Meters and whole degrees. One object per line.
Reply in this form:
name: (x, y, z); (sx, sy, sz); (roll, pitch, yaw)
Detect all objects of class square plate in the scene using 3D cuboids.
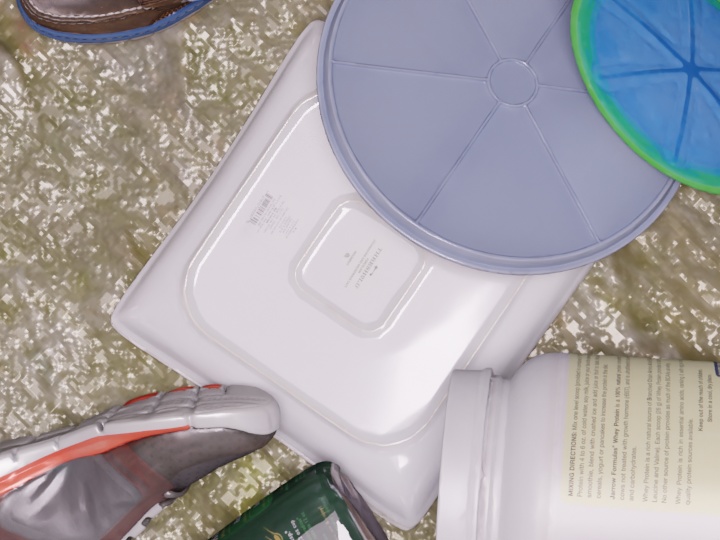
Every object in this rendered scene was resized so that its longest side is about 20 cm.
square plate: (0.000, 0.000, 1.090); (0.198, 0.028, 0.200); (34, 89, 7)

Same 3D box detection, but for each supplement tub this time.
supplement tub: (0.140, 0.114, 1.007); (0.200, 0.145, 0.145); (3, 86, 6)

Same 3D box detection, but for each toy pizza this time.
toy pizza: (0.075, -0.091, 1.072); (0.200, 0.032, 0.201); (3, 71, -9)

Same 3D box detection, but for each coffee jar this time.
coffee jar: (-0.074, 0.187, 1.053); (0.200, 0.085, 0.104); (-30, 91, 2)

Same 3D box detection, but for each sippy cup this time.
sippy cup: (0.194, -0.127, 1.024); (0.130, 0.140, 0.178); (-41, 123, -28)

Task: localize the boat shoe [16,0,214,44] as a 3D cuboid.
boat shoe: (-0.091, -0.174, 1.090); (0.200, 0.072, 0.072); (-18, 84, 4)

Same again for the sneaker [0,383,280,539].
sneaker: (-0.127, 0.115, 1.077); (0.200, 0.077, 0.082); (-17, 95, 16)
